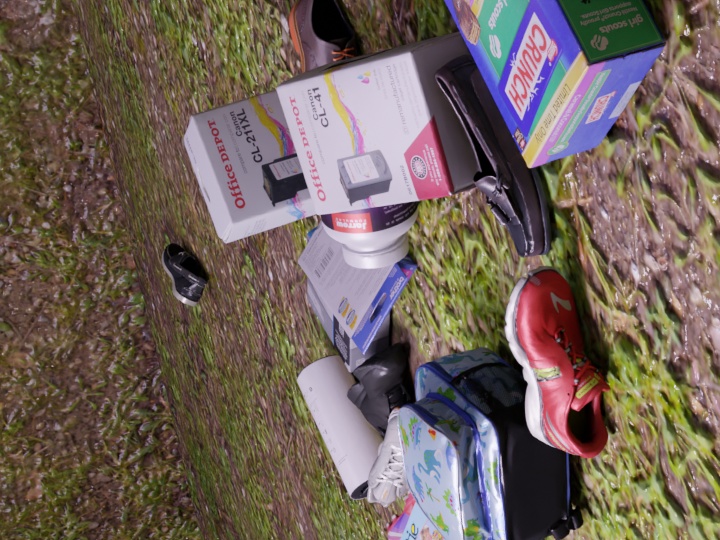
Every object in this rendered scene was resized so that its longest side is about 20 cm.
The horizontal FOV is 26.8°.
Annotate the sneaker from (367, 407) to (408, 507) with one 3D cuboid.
[{"bbox_3d":[0.051,0.246,1.917,0.075,0.092,0.200,23,153,6],"label":"sneaker"}]

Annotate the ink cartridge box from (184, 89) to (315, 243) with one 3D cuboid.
[{"bbox_3d":[-0.093,-0.136,1.813,0.083,0.199,0.147,132,117,-71],"label":"ink cartridge box"}]

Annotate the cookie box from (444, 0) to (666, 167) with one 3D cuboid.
[{"bbox_3d":[0.142,-0.210,1.197,0.171,0.075,0.201,113,135,-65],"label":"cookie box"}]

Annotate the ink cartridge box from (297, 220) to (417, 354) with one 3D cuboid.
[{"bbox_3d":[0.000,0.000,1.848,0.120,0.042,0.200,-60,38,21],"label":"ink cartridge box"}]

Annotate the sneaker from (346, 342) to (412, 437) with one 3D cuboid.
[{"bbox_3d":[0.038,0.158,1.963,0.091,0.076,0.200,56,167,15],"label":"sneaker"}]

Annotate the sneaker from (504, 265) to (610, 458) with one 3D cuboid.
[{"bbox_3d":[0.193,0.085,1.391,0.085,0.077,0.201,27,141,51],"label":"sneaker"}]

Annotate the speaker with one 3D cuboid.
[{"bbox_3d":[-0.019,0.226,2.175,0.081,0.081,0.201,101,147,-59],"label":"speaker"}]

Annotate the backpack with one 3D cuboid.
[{"bbox_3d":[0.120,0.181,1.569,0.200,0.146,0.184,-135,32,-61],"label":"backpack"}]

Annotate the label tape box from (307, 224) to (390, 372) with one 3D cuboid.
[{"bbox_3d":[-0.017,0.013,1.967,0.201,0.066,0.144,89,156,-50],"label":"label tape box"}]

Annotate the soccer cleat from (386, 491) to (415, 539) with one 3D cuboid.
[{"bbox_3d":[0.083,0.345,2.015,0.077,0.066,0.200,59,157,23],"label":"soccer cleat"}]

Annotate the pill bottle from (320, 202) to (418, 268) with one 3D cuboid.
[{"bbox_3d":[0.003,-0.107,1.689,0.112,0.112,0.201,-137,32,-57],"label":"pill bottle"}]

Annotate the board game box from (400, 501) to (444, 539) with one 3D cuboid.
[{"bbox_3d":[0.133,0.359,1.735,0.200,0.102,0.105,47,121,53],"label":"board game box"}]

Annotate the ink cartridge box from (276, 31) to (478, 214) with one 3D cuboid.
[{"bbox_3d":[0.026,-0.142,1.503,0.199,0.085,0.148,-7,104,45],"label":"ink cartridge box"}]

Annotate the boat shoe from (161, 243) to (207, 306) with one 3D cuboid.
[{"bbox_3d":[-0.351,-0.005,3.052,0.068,0.071,0.200,-61,30,18],"label":"boat shoe"}]

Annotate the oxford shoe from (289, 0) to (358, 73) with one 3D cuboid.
[{"bbox_3d":[-0.031,-0.231,1.746,0.201,0.071,0.073,69,158,8],"label":"oxford shoe"}]

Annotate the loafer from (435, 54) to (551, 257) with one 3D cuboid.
[{"bbox_3d":[0.121,-0.103,1.403,0.072,0.063,0.201,-175,68,-72],"label":"loafer"}]
